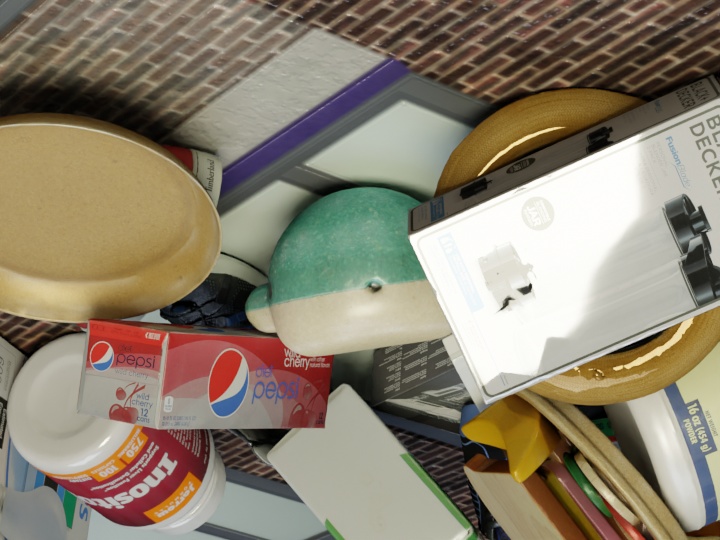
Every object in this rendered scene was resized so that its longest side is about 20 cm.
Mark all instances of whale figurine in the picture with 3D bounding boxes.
[{"bbox_3d":[0.000,0.000,1.524,0.158,0.104,0.200,-8,179,-3],"label":"whale figurine"}]

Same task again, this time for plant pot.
[{"bbox_3d":[-0.184,-0.035,1.415,0.199,0.028,0.200,0,144,0],"label":"plant pot"}]

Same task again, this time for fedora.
[{"bbox_3d":[0.137,-0.020,1.406,0.200,0.202,0.082,5,-165,0],"label":"fedora"}]

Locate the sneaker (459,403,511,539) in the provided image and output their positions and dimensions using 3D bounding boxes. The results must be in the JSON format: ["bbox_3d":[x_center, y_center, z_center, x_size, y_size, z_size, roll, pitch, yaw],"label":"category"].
[{"bbox_3d":[0.116,0.162,1.731,0.070,0.078,0.200,-2,156,15],"label":"sneaker"}]

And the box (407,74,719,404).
[{"bbox_3d":[0.139,-0.018,1.332,0.199,0.117,0.060,-23,-167,7],"label":"box"}]

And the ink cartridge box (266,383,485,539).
[{"bbox_3d":[0.019,0.178,1.725,0.083,0.147,0.200,-42,165,-2],"label":"ink cartridge box"}]

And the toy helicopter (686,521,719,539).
[{"bbox_3d":[0.197,0.198,1.647,0.132,0.079,0.200,-2,155,6],"label":"toy helicopter"}]

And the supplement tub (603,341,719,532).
[{"bbox_3d":[0.263,0.068,1.483,0.199,0.145,0.145,-22,154,-3],"label":"supplement tub"}]

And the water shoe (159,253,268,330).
[{"bbox_3d":[-0.086,0.049,1.638,0.071,0.079,0.200,-15,149,35],"label":"water shoe"}]

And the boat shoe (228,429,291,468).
[{"bbox_3d":[-0.058,0.125,1.809,0.071,0.068,0.200,-8,153,25],"label":"boat shoe"}]

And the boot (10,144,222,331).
[{"bbox_3d":[-0.190,-0.031,1.498,0.144,0.073,0.200,14,145,-19],"label":"boot"}]

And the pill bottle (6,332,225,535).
[{"bbox_3d":[-0.183,0.135,1.800,0.112,0.113,0.200,-6,154,21],"label":"pill bottle"}]

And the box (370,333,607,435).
[{"bbox_3d":[0.126,0.072,1.686,0.157,0.050,0.200,18,153,-29],"label":"box"}]

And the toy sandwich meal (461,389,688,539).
[{"bbox_3d":[0.135,0.152,1.490,0.070,0.205,0.205,-41,152,-7],"label":"toy sandwich meal"}]

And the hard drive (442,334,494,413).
[{"bbox_3d":[0.161,0.036,1.531,0.199,0.026,0.132,-26,151,3],"label":"hard drive"}]

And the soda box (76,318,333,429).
[{"bbox_3d":[-0.097,0.069,1.517,0.070,0.064,0.200,7,-179,31],"label":"soda box"}]

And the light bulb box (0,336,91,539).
[{"bbox_3d":[-0.307,0.174,1.802,0.124,0.199,0.200,-4,155,22],"label":"light bulb box"}]

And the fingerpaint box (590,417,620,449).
[{"bbox_3d":[0.252,0.144,1.720,0.199,0.074,0.167,-10,166,1],"label":"fingerpaint box"}]
